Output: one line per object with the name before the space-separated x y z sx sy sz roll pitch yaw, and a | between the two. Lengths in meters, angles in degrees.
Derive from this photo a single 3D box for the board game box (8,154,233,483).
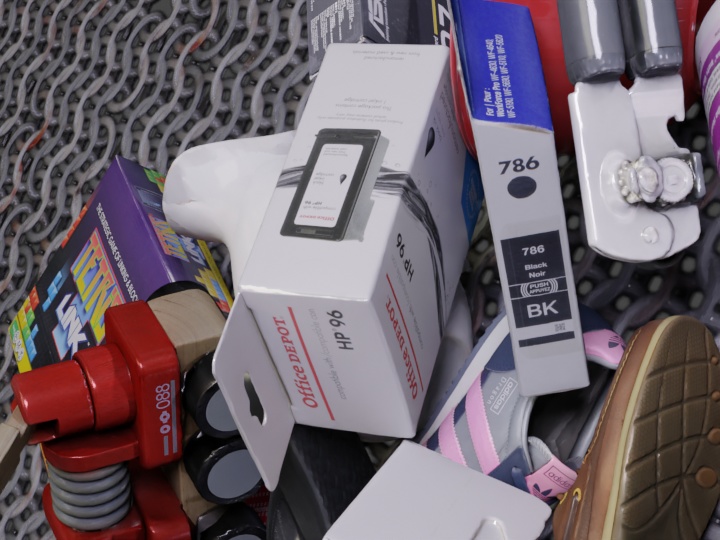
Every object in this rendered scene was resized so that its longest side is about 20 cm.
board game box | -0.170 0.038 1.231 0.165 0.057 0.200 -57 32 17

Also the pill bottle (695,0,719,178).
pill bottle | 0.215 -0.034 0.770 0.112 0.112 0.200 -32 47 36

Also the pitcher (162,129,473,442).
pitcher | 0.001 -0.008 1.024 0.172 0.121 0.200 -25 50 -15

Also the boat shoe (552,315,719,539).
boat shoe | 0.120 0.116 0.833 0.068 0.072 0.200 0 72 49

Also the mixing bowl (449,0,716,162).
mixing bowl | 0.129 -0.143 0.904 0.108 0.200 0.200 12 77 21

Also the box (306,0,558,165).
box | 0.037 -0.162 1.025 0.049 0.161 0.200 -32 46 36

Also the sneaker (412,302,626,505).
sneaker | 0.070 0.107 0.902 0.082 0.070 0.200 34 99 55

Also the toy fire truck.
toy fire truck | -0.152 0.121 0.983 0.129 0.200 0.176 -128 32 -47

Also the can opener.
can opener | 0.112 -0.099 0.795 0.066 0.053 0.200 170 93 -75

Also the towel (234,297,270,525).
towel | -0.048 0.097 1.094 0.145 0.022 0.200 -10 62 47

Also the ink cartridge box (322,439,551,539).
ink cartridge box | 0.003 0.197 0.827 0.200 0.084 0.146 -67 -10 17

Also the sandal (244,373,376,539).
sandal | -0.026 0.119 0.936 0.048 0.200 0.075 -7 23 29

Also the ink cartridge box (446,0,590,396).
ink cartridge box | 0.073 -0.045 0.821 0.039 0.200 0.099 -10 42 6

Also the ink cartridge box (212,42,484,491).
ink cartridge box | 0.000 0.000 0.860 0.068 0.116 0.200 5 54 19
